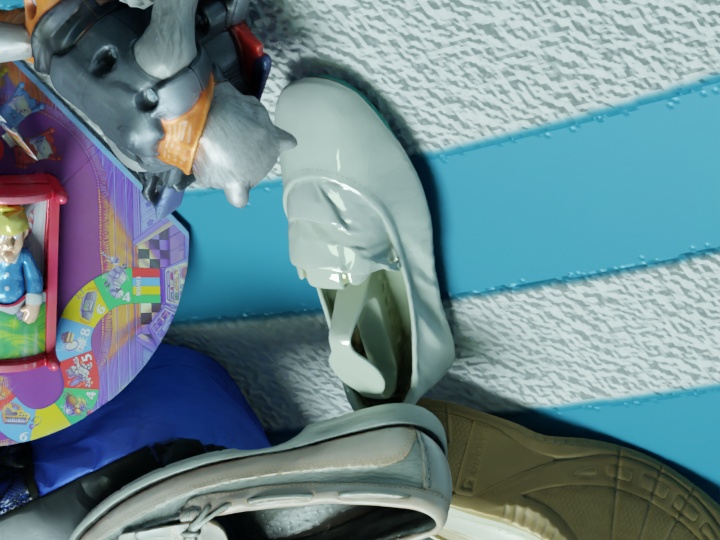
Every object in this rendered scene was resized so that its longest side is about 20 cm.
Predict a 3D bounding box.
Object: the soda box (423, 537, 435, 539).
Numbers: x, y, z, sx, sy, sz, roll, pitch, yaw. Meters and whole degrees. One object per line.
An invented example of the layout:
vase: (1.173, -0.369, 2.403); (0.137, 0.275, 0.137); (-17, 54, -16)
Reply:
soda box: (0.004, 0.170, 1.272); (0.068, 0.064, 0.200); (24, 144, 4)

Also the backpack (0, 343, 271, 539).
backpack: (-0.140, 0.128, 1.226); (0.200, 0.168, 0.163); (-26, 127, 7)

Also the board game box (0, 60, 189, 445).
board game box: (-0.177, -0.002, 1.095); (0.200, 0.158, 0.039); (47, 177, -23)

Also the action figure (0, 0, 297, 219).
action figure: (-0.120, -0.081, 1.009); (0.193, 0.105, 0.200); (28, 142, 15)

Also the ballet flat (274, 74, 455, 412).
ballet flat: (0.000, 0.000, 1.063); (0.069, 0.069, 0.200); (7, 139, 24)

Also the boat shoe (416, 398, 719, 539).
boat shoe: (0.099, 0.124, 1.160); (0.200, 0.074, 0.069); (23, 156, 6)

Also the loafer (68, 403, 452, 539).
loafer: (-0.051, 0.124, 1.098); (0.200, 0.063, 0.072); (-21, 133, 11)
